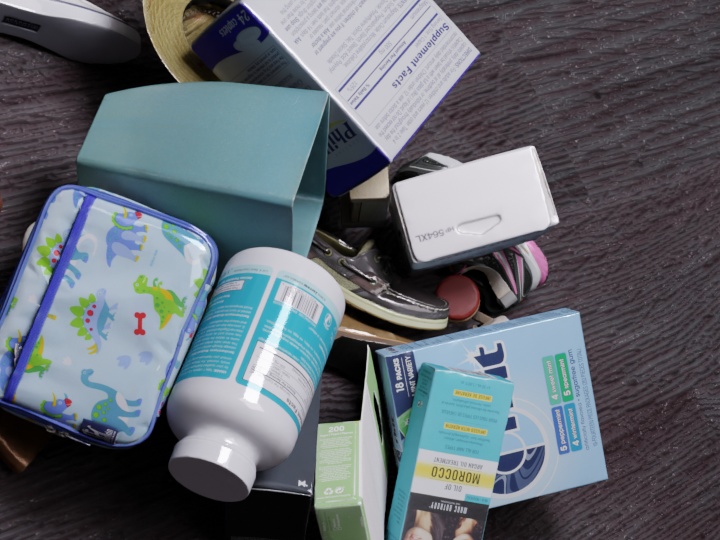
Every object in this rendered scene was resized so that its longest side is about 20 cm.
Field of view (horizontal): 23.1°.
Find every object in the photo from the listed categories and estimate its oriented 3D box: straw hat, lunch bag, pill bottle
[{"bbox_3d":[-0.138,-0.213,1.686,0.201,0.085,0.201,13,65,-30],"label":"straw hat"},{"bbox_3d":[-0.217,0.039,1.449,0.161,0.082,0.200,23,84,-3],"label":"lunch bag"},{"bbox_3d":[-0.092,0.088,1.457,0.111,0.111,0.200,33,56,-18],"label":"pill bottle"}]

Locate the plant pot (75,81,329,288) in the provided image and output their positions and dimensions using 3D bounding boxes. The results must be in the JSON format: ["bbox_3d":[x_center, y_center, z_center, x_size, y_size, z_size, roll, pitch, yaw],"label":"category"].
[{"bbox_3d":[-0.140,-0.080,1.556,0.200,0.141,0.141,12,49,6],"label":"plant pot"}]

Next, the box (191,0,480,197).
[{"bbox_3d":[-0.021,-0.204,1.641,0.200,0.105,0.184,46,52,-10],"label":"box"}]

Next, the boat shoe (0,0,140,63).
[{"bbox_3d":[-0.303,-0.254,1.689,0.200,0.072,0.066,13,62,-23],"label":"boat shoe"}]

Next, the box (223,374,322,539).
[{"bbox_3d":[-0.076,0.137,1.576,0.079,0.141,0.200,7,57,-5],"label":"box"}]

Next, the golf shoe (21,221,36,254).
[{"bbox_3d":[-0.204,0.024,1.536,0.200,0.091,0.075,48,31,-17],"label":"golf shoe"}]

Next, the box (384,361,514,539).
[{"bbox_3d":[0.080,0.192,1.654,0.082,0.049,0.200,11,92,-14],"label":"box"}]

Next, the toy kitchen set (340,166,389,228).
[{"bbox_3d":[-0.063,-0.135,1.799,0.180,0.163,0.200,-2,71,-4],"label":"toy kitchen set"}]

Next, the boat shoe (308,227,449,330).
[{"bbox_3d":[0.000,0.000,1.731,0.200,0.065,0.073,21,13,-5],"label":"boat shoe"}]

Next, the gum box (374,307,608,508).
[{"bbox_3d":[0.128,0.141,1.709,0.200,0.045,0.170,-12,97,-11],"label":"gum box"}]

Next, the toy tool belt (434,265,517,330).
[{"bbox_3d":[0.139,0.097,1.815,0.125,0.123,0.200,-36,85,-6],"label":"toy tool belt"}]

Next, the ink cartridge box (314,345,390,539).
[{"bbox_3d":[-0.006,0.188,1.620,0.048,0.146,0.200,-6,40,6],"label":"ink cartridge box"}]

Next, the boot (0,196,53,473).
[{"bbox_3d":[-0.307,0.044,1.509,0.200,0.068,0.188,42,47,-12],"label":"boot"}]

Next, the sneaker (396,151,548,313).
[{"bbox_3d":[0.112,-0.038,1.881,0.200,0.080,0.086,43,57,-2],"label":"sneaker"}]

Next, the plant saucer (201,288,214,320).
[{"bbox_3d":[-0.199,0.021,1.634,0.200,0.029,0.200,19,54,-28],"label":"plant saucer"}]

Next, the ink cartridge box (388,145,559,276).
[{"bbox_3d":[0.108,-0.057,1.755,0.146,0.200,0.084,-16,86,-2],"label":"ink cartridge box"}]

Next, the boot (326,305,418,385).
[{"bbox_3d":[-0.002,0.062,1.741,0.200,0.074,0.076,17,46,-28],"label":"boot"}]
